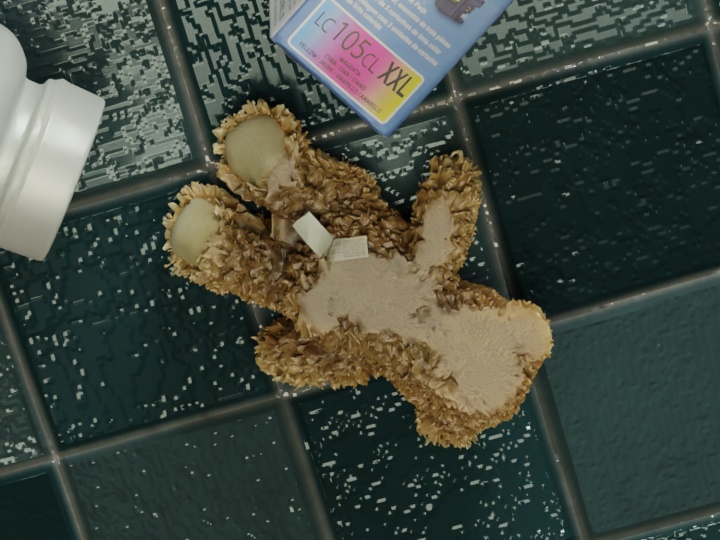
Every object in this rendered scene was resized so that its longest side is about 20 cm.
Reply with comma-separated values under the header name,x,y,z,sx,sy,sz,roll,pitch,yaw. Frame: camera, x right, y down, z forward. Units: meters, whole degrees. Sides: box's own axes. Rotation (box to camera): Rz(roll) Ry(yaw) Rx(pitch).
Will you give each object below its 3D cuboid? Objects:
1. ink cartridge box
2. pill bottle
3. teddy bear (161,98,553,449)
name,x,y,z,sx,sy,sz,roll,pitch,yaw
ink cartridge box,0.049,-0.173,1.357,0.076,0.137,0.200,37,106,-16
pill bottle,-0.225,-0.079,1.403,0.199,0.112,0.113,23,109,-9
teddy bear,0.000,0.000,1.469,0.199,0.067,0.146,17,101,0
